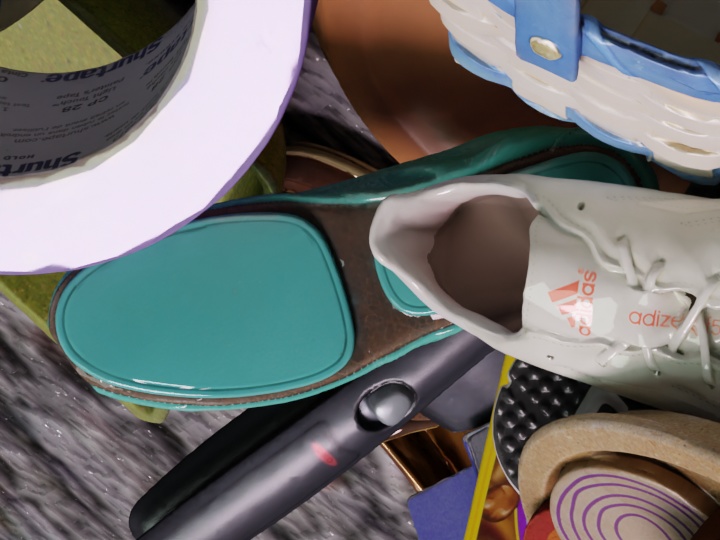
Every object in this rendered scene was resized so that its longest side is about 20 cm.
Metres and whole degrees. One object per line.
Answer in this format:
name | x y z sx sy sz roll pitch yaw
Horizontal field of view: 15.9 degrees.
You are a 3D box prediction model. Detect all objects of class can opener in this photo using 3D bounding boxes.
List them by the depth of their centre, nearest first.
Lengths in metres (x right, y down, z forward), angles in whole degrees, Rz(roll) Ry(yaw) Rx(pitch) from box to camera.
can opener | -0.009 0.054 0.936 0.200 0.063 0.079 -35 104 12

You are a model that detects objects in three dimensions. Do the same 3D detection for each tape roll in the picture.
tape roll | -0.109 -0.105 0.799 0.199 0.085 0.201 2 118 4

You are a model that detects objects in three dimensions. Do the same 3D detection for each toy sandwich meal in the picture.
toy sandwich meal | 0.110 0.120 0.694 0.205 0.070 0.205 35 157 17

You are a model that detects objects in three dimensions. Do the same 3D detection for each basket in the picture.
basket | 0.082 -0.122 0.639 0.139 0.177 0.200 29 158 10

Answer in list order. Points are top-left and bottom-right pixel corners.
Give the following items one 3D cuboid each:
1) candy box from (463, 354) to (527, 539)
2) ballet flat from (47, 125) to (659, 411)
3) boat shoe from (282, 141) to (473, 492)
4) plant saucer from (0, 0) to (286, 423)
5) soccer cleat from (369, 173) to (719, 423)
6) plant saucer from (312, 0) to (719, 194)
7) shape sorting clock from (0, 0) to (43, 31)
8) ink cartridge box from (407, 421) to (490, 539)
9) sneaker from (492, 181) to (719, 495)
candy box | 0.084 0.094 0.862 0.102 0.201 0.026 13 -179 23
ballet flat | 0.000 0.000 0.838 0.199 0.070 0.068 -14 93 7
boat shoe | 0.020 0.035 0.994 0.072 0.068 0.200 -8 130 45
plant saucer | -0.113 -0.060 0.972 0.200 0.048 0.200 42 148 7
soccer cleat | 0.086 0.009 0.689 0.077 0.070 0.200 12 178 -43
plant saucer | 0.064 -0.069 0.850 0.200 0.038 0.200 22 146 16
shape sorting clock | -0.171 -0.167 0.861 0.199 0.039 0.201 9 115 20
ink cartridge box | 0.107 0.129 0.894 0.200 0.198 0.047 -31 157 30
sneaker | 0.126 -0.001 0.796 0.074 0.200 0.080 52 -170 20
